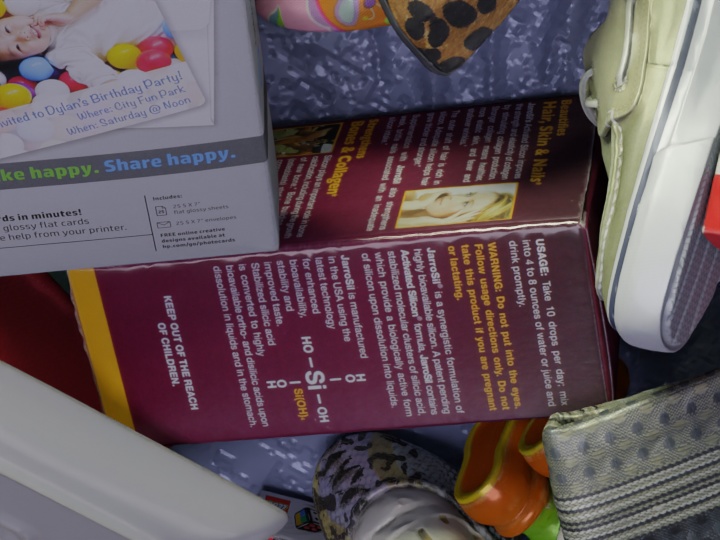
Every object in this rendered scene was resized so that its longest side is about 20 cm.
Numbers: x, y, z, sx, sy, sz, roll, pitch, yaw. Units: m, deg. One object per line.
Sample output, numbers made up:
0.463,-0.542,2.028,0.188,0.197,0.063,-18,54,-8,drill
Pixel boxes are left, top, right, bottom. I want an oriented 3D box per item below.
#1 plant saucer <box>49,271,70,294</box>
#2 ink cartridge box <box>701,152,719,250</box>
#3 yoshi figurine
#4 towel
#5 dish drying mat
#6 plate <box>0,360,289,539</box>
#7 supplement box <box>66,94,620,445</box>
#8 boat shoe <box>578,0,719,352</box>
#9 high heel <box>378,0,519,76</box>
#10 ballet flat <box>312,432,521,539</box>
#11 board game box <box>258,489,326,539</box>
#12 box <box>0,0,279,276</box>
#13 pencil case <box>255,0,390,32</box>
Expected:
-0.190,0.017,0.949,0.198,0.036,0.201,5,120,8,plant saucer
0.190,-0.054,0.752,0.115,0.067,0.202,11,86,25,ink cartridge box
0.145,0.108,0.913,0.200,0.112,0.112,39,98,-13,yoshi figurine
0.179,0.106,0.845,0.199,0.035,0.194,-18,112,-3,towel
-0.162,0.015,0.912,0.077,0.018,0.200,-36,107,24,dish drying mat
-0.160,0.089,0.892,0.199,0.033,0.200,30,149,-25,plate
0.000,0.000,0.863,0.198,0.111,0.086,-5,119,12,supplement box
0.111,-0.070,0.792,0.062,0.072,0.201,10,77,23,boat shoe
0.096,-0.143,0.764,0.198,0.071,0.144,-5,108,-15,high heel
0.046,0.140,0.907,0.201,0.072,0.072,50,121,20,ballet flat
-0.008,0.204,1.021,0.125,0.035,0.201,14,120,1,board game box
-0.111,-0.076,0.721,0.155,0.041,0.201,-5,140,0,box
-0.008,-0.186,0.780,0.087,0.088,0.201,-1,118,10,pencil case
